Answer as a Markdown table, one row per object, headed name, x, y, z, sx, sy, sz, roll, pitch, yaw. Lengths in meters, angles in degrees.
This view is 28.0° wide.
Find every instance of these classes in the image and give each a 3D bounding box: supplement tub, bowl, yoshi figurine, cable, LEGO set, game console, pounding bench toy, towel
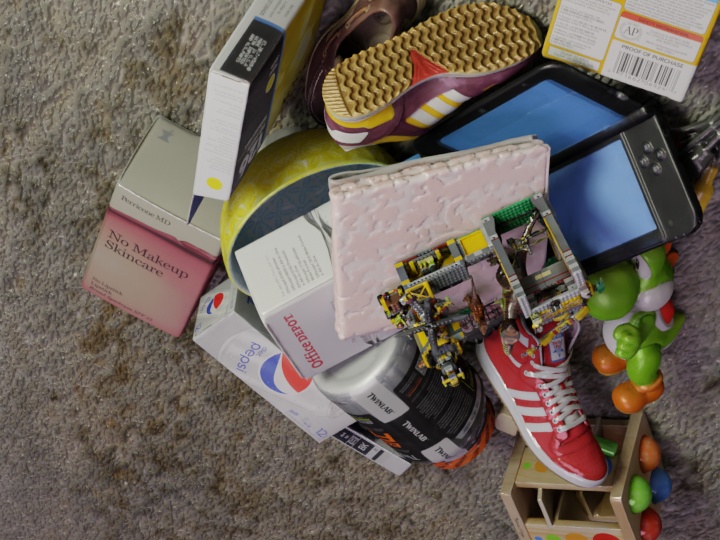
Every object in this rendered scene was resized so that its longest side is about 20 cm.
| name | x | y | z | sx | sy | sz | roll | pitch | yaw |
| --- | --- | --- | --- | --- | --- | --- | --- | --- | --- |
| supplement tub | 0.050 | 0.122 | 1.506 | 0.122 | 0.123 | 0.200 | -12 | 141 | 37 |
| bowl | -0.056 | -0.075 | 1.404 | 0.199 | 0.108 | 0.201 | -20 | 149 | -13 |
| yoshi figurine | 0.249 | 0.046 | 1.405 | 0.112 | 0.112 | 0.201 | 15 | 138 | 21 |
| cable | 0.303 | -0.119 | 1.257 | 0.097 | 0.050 | 0.200 | 46 | 128 | 7 |
| LEGO set | 0.124 | 0.037 | 1.248 | 0.198 | 0.116 | 0.154 | -19 | 138 | -3 |
| game console | 0.171 | -0.077 | 1.275 | 0.199 | 0.116 | 0.177 | -25 | 85 | 50 |
| pounding bench toy | 0.245 | 0.213 | 1.577 | 0.155 | 0.125 | 0.201 | -1 | 134 | 28 |
| towel | 0.069 | -0.027 | 1.272 | 0.198 | 0.032 | 0.192 | -13 | 136 | -8 |

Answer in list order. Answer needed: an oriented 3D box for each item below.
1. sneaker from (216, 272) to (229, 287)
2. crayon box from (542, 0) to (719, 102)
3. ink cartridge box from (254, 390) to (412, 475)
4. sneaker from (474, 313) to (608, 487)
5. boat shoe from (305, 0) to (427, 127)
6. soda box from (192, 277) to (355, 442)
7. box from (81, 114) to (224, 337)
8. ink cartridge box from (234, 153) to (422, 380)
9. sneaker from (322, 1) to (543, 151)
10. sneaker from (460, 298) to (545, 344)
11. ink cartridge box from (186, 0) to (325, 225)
| name | x | y | z | sx | sy | sz | roll | pitch | yaw |
| --- | --- | --- | --- | --- | --- | --- | --- | --- | --- |
| sneaker | -0.095 | -0.008 | 1.550 | 0.076 | 0.081 | 0.200 | 40 | 119 | -16 |
| crayon box | 0.229 | -0.238 | 1.136 | 0.125 | 0.052 | 0.201 | 20 | 142 | 6 |
| ink cartridge box | -0.017 | 0.143 | 1.655 | 0.199 | 0.100 | 0.039 | 30 | 141 | -8 |
| sneaker | 0.204 | 0.121 | 1.488 | 0.201 | 0.071 | 0.113 | 54 | 140 | 17 |
| boat shoe | -0.006 | -0.186 | 1.299 | 0.072 | 0.072 | 0.200 | 32 | 141 | -9 |
| soda box | -0.084 | 0.094 | 1.529 | 0.063 | 0.069 | 0.200 | -32 | 121 | 26 |
| box | -0.203 | -0.043 | 1.535 | 0.127 | 0.109 | 0.200 | 28 | 142 | -3 |
| ink cartridge box | 0.000 | 0.000 | 1.371 | 0.199 | 0.084 | 0.145 | -28 | 148 | 0 |
| sneaker | 0.062 | -0.165 | 1.251 | 0.198 | 0.075 | 0.090 | -19 | 157 | -4 |
| sneaker | 0.130 | 0.026 | 1.469 | 0.199 | 0.071 | 0.098 | -3 | 133 | 33 |
| ink cartridge box | -0.087 | -0.162 | 1.270 | 0.047 | 0.199 | 0.201 | 21 | 142 | 5 |
